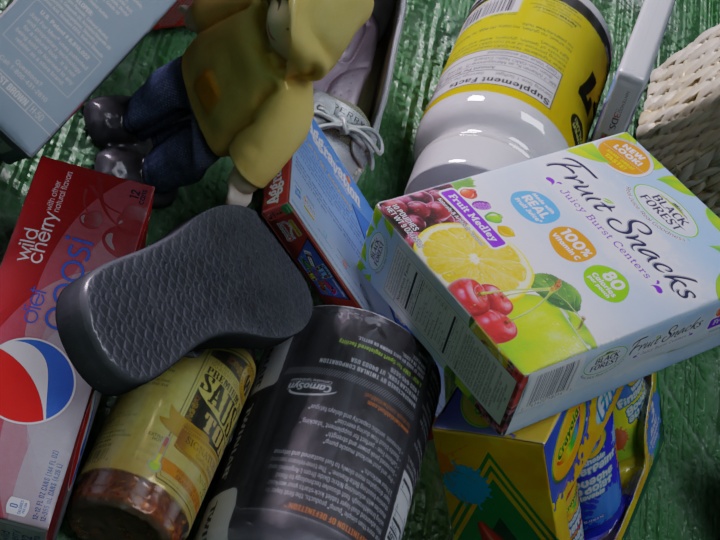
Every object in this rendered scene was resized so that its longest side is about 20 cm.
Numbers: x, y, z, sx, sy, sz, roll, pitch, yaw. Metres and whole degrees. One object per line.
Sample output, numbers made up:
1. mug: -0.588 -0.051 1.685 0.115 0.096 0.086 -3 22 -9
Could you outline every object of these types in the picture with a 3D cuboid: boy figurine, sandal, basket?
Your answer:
1. boy figurine: -0.068 -0.098 0.828 0.064 0.199 0.126 3 69 -42
2. sandal: -0.089 0.013 0.760 0.200 0.043 0.077 -14 80 -61
3. basket: 0.338 -0.104 1.221 0.160 0.199 0.199 39 46 -18

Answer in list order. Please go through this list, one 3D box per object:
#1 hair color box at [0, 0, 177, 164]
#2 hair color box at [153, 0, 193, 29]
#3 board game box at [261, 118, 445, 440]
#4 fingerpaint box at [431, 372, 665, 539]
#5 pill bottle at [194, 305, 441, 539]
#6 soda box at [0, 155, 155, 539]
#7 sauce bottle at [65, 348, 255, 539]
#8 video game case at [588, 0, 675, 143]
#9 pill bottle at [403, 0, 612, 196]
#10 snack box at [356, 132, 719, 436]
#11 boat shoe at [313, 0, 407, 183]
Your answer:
1. hair color box: -0.132 -0.149 0.801 0.061 0.099 0.200 43 78 -16
2. hair color box: -0.104 -0.214 0.944 0.199 0.064 0.112 -15 79 -42
3. board game box: 0.000 0.000 0.904 0.201 0.019 0.104 56 23 -36
4. fingerpaint box: 0.124 0.101 0.939 0.200 0.073 0.168 -53 140 -46
5. pill bottle: -0.027 0.125 0.814 0.106 0.106 0.201 38 46 -22
6. soda box: -0.156 0.045 0.749 0.063 0.070 0.202 14 53 -5
7. sauce bottle: -0.092 0.061 0.817 0.066 0.066 0.201 39 47 -21
8. video game case: 0.193 -0.130 1.120 0.023 0.183 0.201 21 47 7
9. pill bottle: 0.101 -0.101 1.053 0.114 0.114 0.201 42 46 -19
10. snack box: 0.118 0.000 0.871 0.198 0.053 0.142 -17 52 -32
11. boat shoe: -0.013 -0.115 0.988 0.074 0.065 0.203 37 47 -23
